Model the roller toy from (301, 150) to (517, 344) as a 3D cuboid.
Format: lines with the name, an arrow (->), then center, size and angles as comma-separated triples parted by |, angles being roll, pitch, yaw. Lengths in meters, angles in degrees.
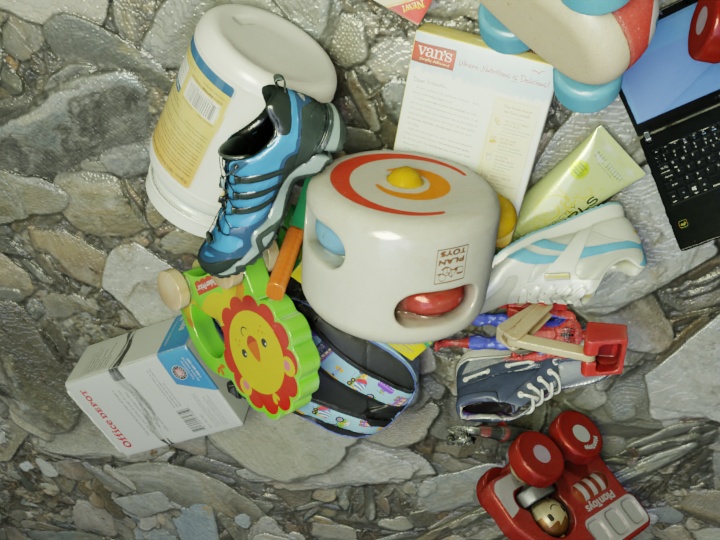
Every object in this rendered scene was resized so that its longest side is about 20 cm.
roller toy -> 0.039, -0.032, 0.796 | 0.199, 0.183, 0.141 | 14, 121, 14

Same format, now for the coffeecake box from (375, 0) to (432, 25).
coffeecake box -> 0.034, -0.341, 0.714 | 0.153, 0.073, 0.200 | 26, 126, -10

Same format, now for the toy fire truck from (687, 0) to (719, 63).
toy fire truck -> 0.347, -0.237, 0.657 | 0.111, 0.168, 0.201 | 10, 95, 3

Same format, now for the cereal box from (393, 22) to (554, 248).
cereal box -> 0.108, -0.133, 0.848 | 0.143, 0.040, 0.201 | 19, 122, 12

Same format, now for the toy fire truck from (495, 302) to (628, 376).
toy fire truck -> 0.185, 0.050, 0.929 | 0.198, 0.141, 0.049 | 2, 126, 8

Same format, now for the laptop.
laptop -> 0.343, -0.149, 0.780 | 0.176, 0.201, 0.103 | -22, 158, 24

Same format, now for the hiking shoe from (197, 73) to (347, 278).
hiking shoe -> -0.102, -0.083, 0.758 | 0.086, 0.075, 0.200 | 24, 113, -36

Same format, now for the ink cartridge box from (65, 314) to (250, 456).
ink cartridge box -> -0.263, 0.152, 1.117 | 0.199, 0.084, 0.146 | -18, 121, 21

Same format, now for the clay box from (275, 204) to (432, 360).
clay box -> 0.000, 0.000, 0.942 | 0.200, 0.115, 0.048 | 36, 123, -17

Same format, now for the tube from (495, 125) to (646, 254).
tube -> 0.200, -0.068, 0.901 | 0.200, 0.052, 0.058 | -38, 155, 27

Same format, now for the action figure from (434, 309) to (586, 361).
action figure -> 0.188, 0.075, 0.998 | 0.198, 0.052, 0.066 | 1, 86, 7

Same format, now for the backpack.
backpack -> -0.032, 0.100, 1.007 | 0.199, 0.135, 0.183 | 28, 125, -10

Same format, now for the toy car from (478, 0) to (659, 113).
toy car -> 0.202, -0.271, 0.685 | 0.200, 0.184, 0.177 | -45, 69, -3

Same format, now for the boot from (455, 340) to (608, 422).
boot -> 0.214, 0.141, 1.023 | 0.199, 0.091, 0.073 | -9, 124, 16

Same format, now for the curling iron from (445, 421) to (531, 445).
curling iron -> 0.168, 0.202, 1.050 | 0.049, 0.026, 0.199 | -10, 168, 36

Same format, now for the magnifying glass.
magnifying glass -> -0.060, -0.051, 0.863 | 0.022, 0.201, 0.080 | 18, 139, -1

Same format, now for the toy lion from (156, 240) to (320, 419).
toy lion -> -0.124, 0.066, 0.901 | 0.199, 0.068, 0.193 | -19, 92, 51

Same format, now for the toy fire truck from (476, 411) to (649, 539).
toy fire truck -> 0.251, 0.284, 1.038 | 0.168, 0.199, 0.112 | 53, 135, 25

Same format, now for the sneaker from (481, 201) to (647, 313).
sneaker -> 0.203, 0.002, 0.882 | 0.199, 0.081, 0.077 | -25, 161, -1

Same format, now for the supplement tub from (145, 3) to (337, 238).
supplement tub -> -0.125, -0.144, 0.840 | 0.144, 0.145, 0.200 | 27, 126, -10
